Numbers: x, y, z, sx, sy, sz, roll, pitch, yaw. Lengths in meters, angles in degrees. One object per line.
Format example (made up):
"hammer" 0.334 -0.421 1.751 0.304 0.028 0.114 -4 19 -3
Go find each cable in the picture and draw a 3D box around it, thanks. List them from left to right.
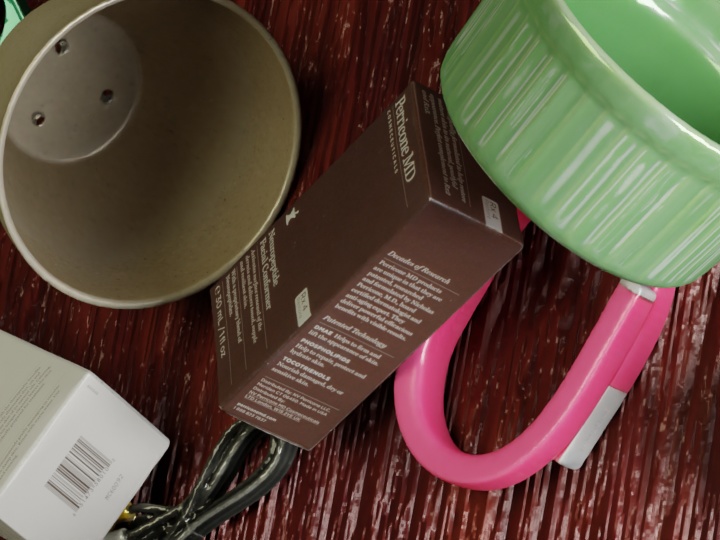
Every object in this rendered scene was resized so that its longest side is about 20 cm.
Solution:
"cable" -0.120 0.156 1.696 0.200 0.050 0.098 -34 49 30

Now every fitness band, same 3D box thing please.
"fitness band" 0.094 0.029 1.564 0.143 0.037 0.201 37 99 43

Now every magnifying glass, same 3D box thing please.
"magnifying glass" -0.220 -0.137 1.860 0.200 0.022 0.080 37 100 17

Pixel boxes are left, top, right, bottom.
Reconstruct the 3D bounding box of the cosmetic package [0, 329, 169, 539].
"cosmetic package" -0.222 0.101 1.752 0.108 0.085 0.200 -54 35 -11

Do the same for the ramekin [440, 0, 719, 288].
"ramekin" 0.137 -0.085 1.463 0.098 0.199 0.201 -49 49 26

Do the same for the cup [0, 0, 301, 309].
"cup" -0.155 -0.095 1.737 0.201 0.200 0.143 -61 35 6

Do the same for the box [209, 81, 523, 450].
"box" 0.000 0.000 1.601 0.200 0.075 0.101 -44 35 30
